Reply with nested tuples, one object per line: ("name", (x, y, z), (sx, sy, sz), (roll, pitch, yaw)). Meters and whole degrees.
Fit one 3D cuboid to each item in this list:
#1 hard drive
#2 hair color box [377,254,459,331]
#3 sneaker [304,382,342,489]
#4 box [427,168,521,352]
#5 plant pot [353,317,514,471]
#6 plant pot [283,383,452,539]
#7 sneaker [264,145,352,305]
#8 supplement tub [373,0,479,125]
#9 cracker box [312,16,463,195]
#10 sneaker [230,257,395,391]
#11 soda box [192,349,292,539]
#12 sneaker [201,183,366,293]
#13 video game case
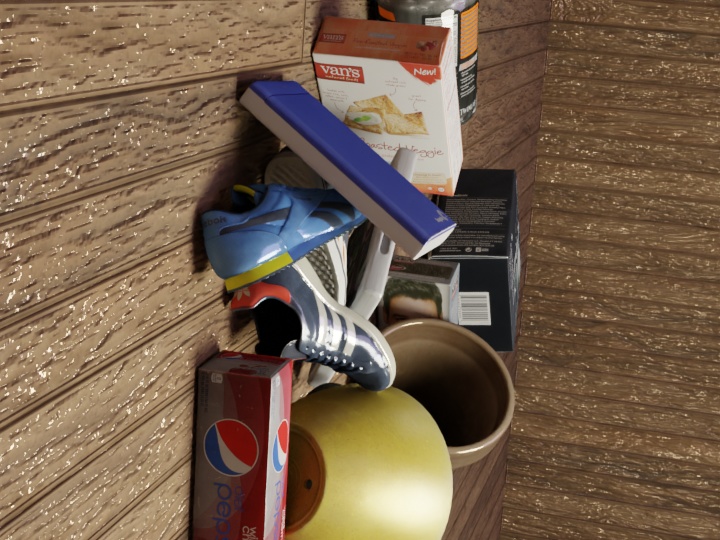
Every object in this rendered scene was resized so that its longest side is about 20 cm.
("hard drive", (-0.007, -0.092, 1.226), (0.025, 0.200, 0.132), (-49, 174, 15))
("hair color box", (0.076, 0.084, 1.839), (0.061, 0.098, 0.202), (-60, 153, -57))
("sneaker", (-0.046, 0.211, 1.461), (0.088, 0.073, 0.202), (-6, 112, -76))
("box", (0.176, -0.015, 2.116), (0.198, 0.122, 0.201), (-81, 167, -45))
("plant pot", (0.078, 0.188, 1.768), (0.175, 0.198, 0.202), (108, 0, -50))
("plant pot", (-0.034, 0.199, 1.306), (0.141, 0.198, 0.203), (17, 80, -55))
("sneaker", (-0.043, -0.031, 1.326), (0.080, 0.077, 0.202), (-55, 148, -55))
("supplement tub", (0.075, -0.270, 1.607), (0.123, 0.121, 0.202), (-64, 157, -54))
("cracker box", (0.032, -0.167, 1.451), (0.201, 0.132, 0.058), (79, 24, -52))
("sneaker", (-0.047, 0.064, 1.266), (0.200, 0.074, 0.085), (45, 53, -28))
("soda box", (-0.101, 0.175, 1.200), (0.063, 0.069, 0.203), (-40, 135, -71))
("sneaker", (-0.059, -0.050, 1.188), (0.199, 0.066, 0.079), (-30, 97, -49))
("video game case", (0.000, 0.000, 1.440), (0.200, 0.023, 0.183), (120, -12, -54))
